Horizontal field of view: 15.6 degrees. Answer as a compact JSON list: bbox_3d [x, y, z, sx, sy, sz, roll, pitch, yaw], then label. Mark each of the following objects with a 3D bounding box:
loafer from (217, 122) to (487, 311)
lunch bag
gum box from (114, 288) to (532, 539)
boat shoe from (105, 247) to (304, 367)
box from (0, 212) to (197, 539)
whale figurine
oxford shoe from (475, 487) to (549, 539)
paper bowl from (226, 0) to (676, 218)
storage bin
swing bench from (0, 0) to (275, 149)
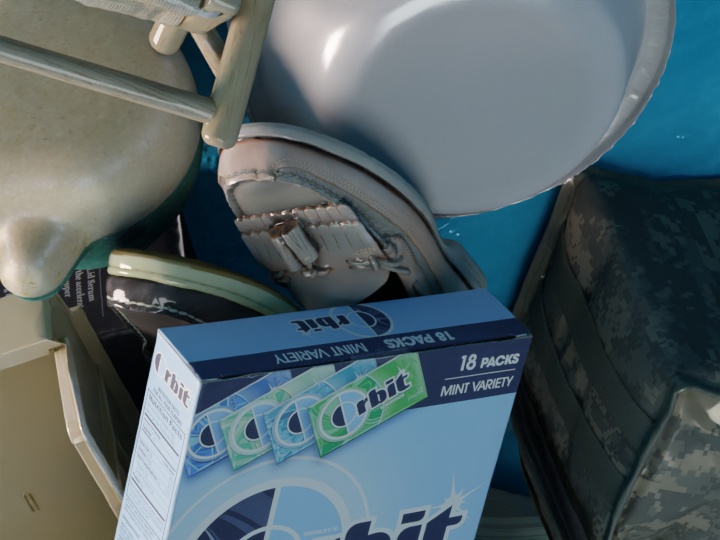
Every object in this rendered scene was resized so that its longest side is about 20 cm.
[{"bbox_3d":[0.000,0.000,1.157,0.071,0.063,0.200,-3,157,29],"label":"loafer"},{"bbox_3d":[0.137,0.075,1.303,0.117,0.165,0.201,4,131,-20],"label":"lunch bag"},{"bbox_3d":[-0.026,0.111,1.156,0.169,0.045,0.201,-7,125,-32],"label":"gum box"},{"bbox_3d":[-0.055,0.046,1.172,0.071,0.066,0.201,12,168,26],"label":"boat shoe"},{"bbox_3d":[-0.165,0.059,1.277,0.198,0.105,0.149,-12,132,1],"label":"box"},{"bbox_3d":[-0.165,-0.041,1.160,0.199,0.160,0.104,-25,149,-9],"label":"whale figurine"},{"bbox_3d":[0.079,0.146,1.435,0.199,0.058,0.075,10,124,-37],"label":"oxford shoe"},{"bbox_3d":[0.042,-0.106,1.166,0.199,0.105,0.202,-6,132,-6],"label":"paper bowl"},{"bbox_3d":[-0.188,0.125,1.198,0.199,0.094,0.199,-18,133,7],"label":"storage bin"},{"bbox_3d":[-0.116,-0.182,1.019,0.198,0.130,0.201,15,109,-22],"label":"swing bench"}]
